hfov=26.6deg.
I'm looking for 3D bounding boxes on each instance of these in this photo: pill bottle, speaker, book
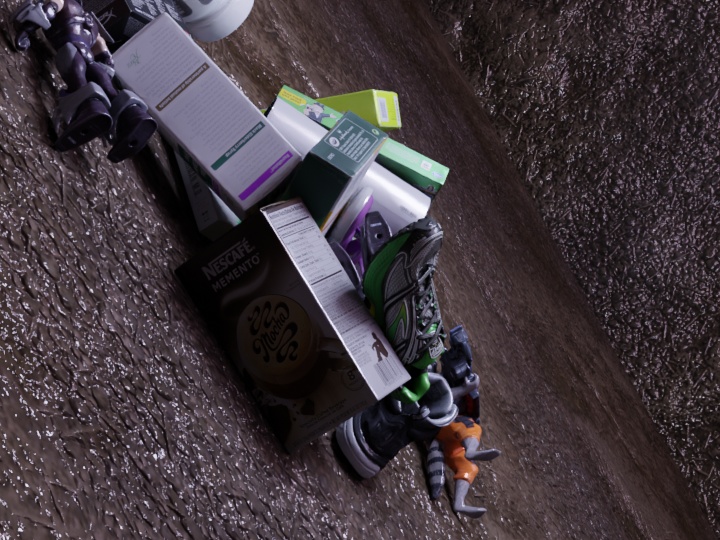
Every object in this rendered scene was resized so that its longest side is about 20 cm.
[{"bbox_3d":[-0.215,-0.359,1.755,0.200,0.114,0.114,43,20,-46],"label":"pill bottle"},{"bbox_3d":[-0.029,-0.096,1.597,0.200,0.081,0.081,33,19,-9],"label":"speaker"},{"bbox_3d":[-0.149,-0.104,1.590,0.134,0.048,0.200,33,31,-56],"label":"book"}]

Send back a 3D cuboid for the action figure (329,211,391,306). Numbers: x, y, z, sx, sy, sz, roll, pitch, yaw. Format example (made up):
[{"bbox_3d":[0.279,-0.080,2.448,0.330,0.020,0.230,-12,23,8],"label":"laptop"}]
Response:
[{"bbox_3d":[0.002,0.033,1.511,0.069,0.130,0.200,59,-16,29],"label":"action figure"}]

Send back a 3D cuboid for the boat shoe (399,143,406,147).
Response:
[{"bbox_3d":[-0.033,-0.111,1.777,0.074,0.200,0.074,178,-92,-67],"label":"boat shoe"}]

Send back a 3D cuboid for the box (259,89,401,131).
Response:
[{"bbox_3d":[-0.063,-0.171,1.755,0.122,0.199,0.048,-20,102,-76],"label":"box"}]

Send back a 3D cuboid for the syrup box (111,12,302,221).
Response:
[{"bbox_3d":[-0.149,-0.145,1.475,0.200,0.081,0.079,48,-7,6],"label":"syrup box"}]

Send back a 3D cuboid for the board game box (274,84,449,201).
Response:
[{"bbox_3d":[-0.018,-0.107,1.665,0.200,0.135,0.029,27,49,-2],"label":"board game box"}]

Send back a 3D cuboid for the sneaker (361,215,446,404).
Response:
[{"bbox_3d":[0.051,0.036,1.410,0.085,0.200,0.078,36,45,30],"label":"sneaker"}]

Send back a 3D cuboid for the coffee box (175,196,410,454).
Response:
[{"bbox_3d":[-0.061,0.048,1.388,0.200,0.113,0.080,58,28,3],"label":"coffee box"}]

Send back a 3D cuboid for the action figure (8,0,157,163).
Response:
[{"bbox_3d":[-0.255,-0.186,1.364,0.130,0.069,0.200,29,27,-49],"label":"action figure"}]

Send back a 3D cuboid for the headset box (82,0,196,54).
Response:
[{"bbox_3d":[-0.267,-0.305,1.546,0.200,0.075,0.149,61,14,14],"label":"headset box"}]

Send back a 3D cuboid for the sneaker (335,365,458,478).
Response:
[{"bbox_3d":[0.045,0.140,1.565,0.076,0.114,0.200,56,14,-7],"label":"sneaker"}]

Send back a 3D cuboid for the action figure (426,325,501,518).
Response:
[{"bbox_3d":[0.093,0.158,1.727,0.200,0.104,0.194,79,-12,-48],"label":"action figure"}]

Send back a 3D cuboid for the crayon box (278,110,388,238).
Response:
[{"bbox_3d":[-0.056,-0.047,1.484,0.052,0.200,0.126,32,29,2],"label":"crayon box"}]

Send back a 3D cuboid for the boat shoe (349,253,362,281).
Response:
[{"bbox_3d":[0.000,0.000,1.645,0.200,0.070,0.071,42,36,2],"label":"boat shoe"}]

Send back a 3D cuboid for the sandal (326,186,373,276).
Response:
[{"bbox_3d":[-0.014,-0.014,1.556,0.050,0.203,0.083,29,51,0],"label":"sandal"}]
